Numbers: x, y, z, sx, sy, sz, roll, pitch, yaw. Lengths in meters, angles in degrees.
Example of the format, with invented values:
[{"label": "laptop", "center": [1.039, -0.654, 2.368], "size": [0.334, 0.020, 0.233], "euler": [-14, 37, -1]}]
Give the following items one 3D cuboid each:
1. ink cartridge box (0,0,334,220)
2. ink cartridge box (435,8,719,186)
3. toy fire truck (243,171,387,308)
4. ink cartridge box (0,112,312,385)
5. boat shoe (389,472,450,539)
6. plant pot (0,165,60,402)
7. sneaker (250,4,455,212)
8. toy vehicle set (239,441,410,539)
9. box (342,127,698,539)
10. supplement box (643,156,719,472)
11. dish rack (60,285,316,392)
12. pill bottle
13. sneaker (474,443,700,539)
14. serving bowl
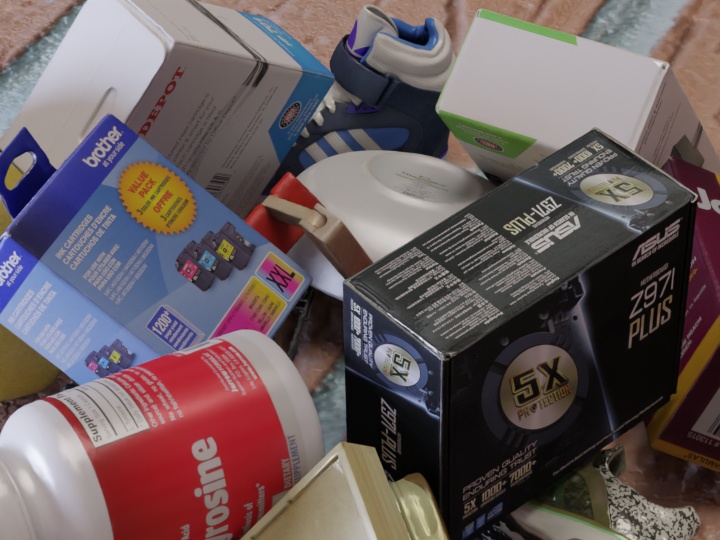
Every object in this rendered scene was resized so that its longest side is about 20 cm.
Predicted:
[{"label": "ink cartridge box", "center": [-0.131, -0.108, 1.720], "size": [0.086, 0.147, 0.199], "euler": [43, 19, 28]}, {"label": "ink cartridge box", "center": [0.156, -0.090, 1.732], "size": [0.145, 0.200, 0.085], "euler": [19, 79, 24]}, {"label": "toy fire truck", "center": [0.000, 0.000, 1.568], "size": [0.049, 0.141, 0.200], "euler": [-47, 8, -9]}, {"label": "ink cartridge box", "center": [-0.146, -0.001, 1.529], "size": [0.199, 0.076, 0.137], "euler": [37, 45, -4]}, {"label": "boat shoe", "center": [0.035, 0.204, 1.324], "size": [0.063, 0.073, 0.202], "euler": [-17, 61, -3]}, {"label": "plant pot", "center": [-0.256, 0.010, 1.611], "size": [0.141, 0.201, 0.201], "euler": [18, 30, -17]}, {"label": "sneaker", "center": [-0.024, -0.129, 1.836], "size": [0.198, 0.147, 0.081], "euler": [-8, 34, -14]}, {"label": "toy vehicle set", "center": [-0.009, 0.207, 1.305], "size": [0.026, 0.124, 0.201], "euler": [15, 42, -41]}, {"label": "box", "center": [0.091, 0.040, 1.432], "size": [0.199, 0.165, 0.086], "euler": [-31, 50, -29]}, {"label": "supplement box", "center": [0.245, 0.037, 1.598], "size": [0.130, 0.104, 0.201], "euler": [19, 30, -18]}, {"label": "dish rack", "center": [-0.110, 0.058, 1.641], "size": [0.152, 0.055, 0.200], "euler": [7, 32, 6]}, {"label": "pill bottle", "center": [-0.128, 0.113, 1.379], "size": [0.199, 0.113, 0.112], "euler": [-19, 39, -26]}, {"label": "sneaker", "center": [0.120, 0.134, 1.498], "size": [0.199, 0.077, 0.089], "euler": [33, 61, 27]}, {"label": "serving bowl", "center": [0.038, -0.035, 1.727], "size": [0.198, 0.066, 0.200], "euler": [11, 24, -5]}]
